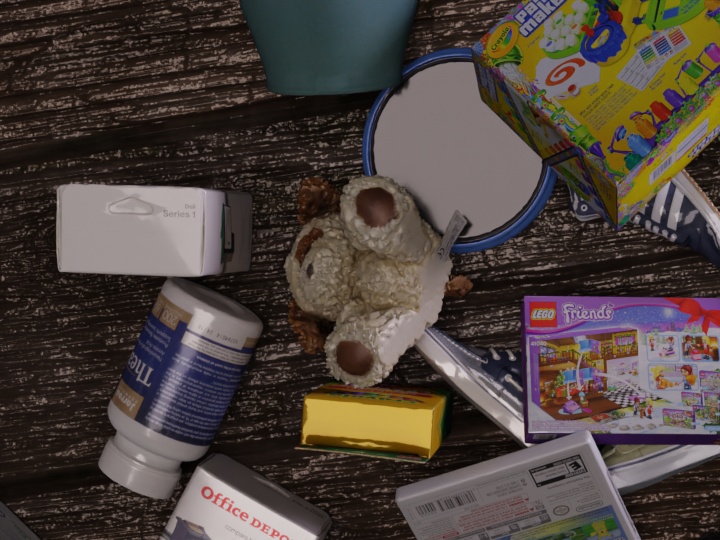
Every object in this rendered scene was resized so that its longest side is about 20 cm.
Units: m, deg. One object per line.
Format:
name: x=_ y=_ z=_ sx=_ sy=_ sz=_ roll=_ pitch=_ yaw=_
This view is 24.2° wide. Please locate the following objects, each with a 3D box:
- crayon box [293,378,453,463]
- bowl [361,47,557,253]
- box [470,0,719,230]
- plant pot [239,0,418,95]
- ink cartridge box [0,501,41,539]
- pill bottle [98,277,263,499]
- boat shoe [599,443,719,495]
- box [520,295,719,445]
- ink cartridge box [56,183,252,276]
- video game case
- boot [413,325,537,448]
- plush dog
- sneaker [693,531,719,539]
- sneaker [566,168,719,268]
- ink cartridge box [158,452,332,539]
crayon box: x=0.017 y=0.141 z=1.594 sx=0.125 sy=0.200 sz=0.051 roll=5 pitch=93 yaw=8
bowl: x=0.098 y=-0.119 z=1.652 sx=0.198 sy=0.039 sz=0.203 roll=0 pitch=92 yaw=9
box: x=0.240 y=-0.186 z=1.542 sx=0.200 sy=0.122 sz=0.193 roll=-42 pitch=71 yaw=-5
plant pot: x=-0.028 y=-0.266 z=1.595 sx=0.197 sy=0.200 sz=0.190 roll=-2 pitch=102 yaw=9
ink cartridge box: x=-0.429 y=0.238 z=1.670 sx=0.199 sy=0.200 sz=0.041 roll=43 pitch=98 yaw=6
pill bottle: x=-0.185 y=0.119 z=1.670 sx=0.110 sy=0.111 sz=0.202 roll=26 pitch=96 yaw=7
boat shoe: x=0.276 y=0.174 z=1.630 sx=0.198 sy=0.072 sz=0.063 roll=-20 pitch=74 yaw=0
box: x=0.253 y=0.095 z=1.596 sx=0.197 sy=0.039 sz=0.138 roll=1 pitch=68 yaw=0
ink cartridge box: x=-0.195 y=-0.039 z=1.620 sx=0.144 sy=0.200 sz=0.085 roll=2 pitch=92 yaw=9
video game case: x=0.158 y=0.252 z=1.612 sx=0.198 sy=0.022 sz=0.183 roll=-19 pitch=120 yaw=16
boot: x=0.145 y=0.101 z=1.646 sx=0.200 sy=0.073 sz=0.091 roll=41 pitch=85 yaw=1
plush dog: x=0.000 y=0.000 z=1.631 sx=0.170 sy=0.160 sz=0.203 roll=13 pitch=101 yaw=38
sneaker: x=0.318 y=0.321 z=1.626 sx=0.199 sy=0.074 sz=0.080 roll=-36 pitch=96 yaw=15
sneaker: x=0.273 y=-0.055 z=1.610 sx=0.108 sy=0.070 sz=0.201 roll=-39 pitch=79 yaw=4
ink cartridge box: x=-0.138 y=0.308 z=1.684 sx=0.144 sy=0.084 sz=0.202 roll=28 pitch=97 yaw=6
